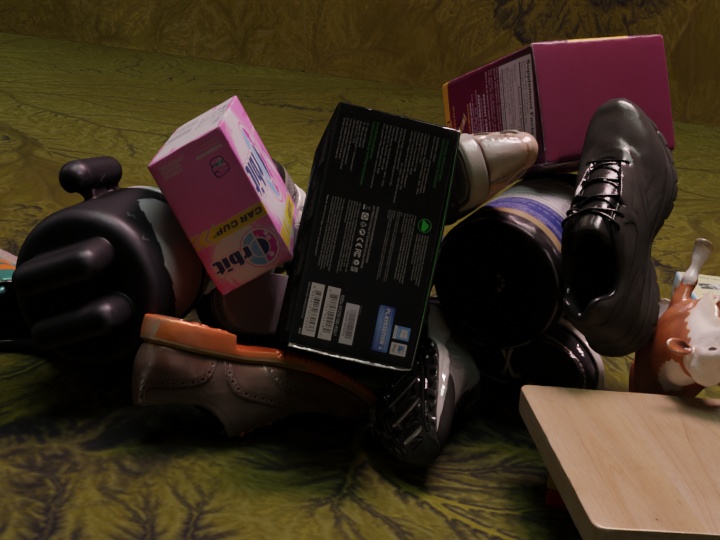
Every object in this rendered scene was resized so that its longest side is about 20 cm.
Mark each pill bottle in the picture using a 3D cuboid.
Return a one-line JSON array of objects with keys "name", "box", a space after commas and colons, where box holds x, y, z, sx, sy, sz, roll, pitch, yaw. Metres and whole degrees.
[{"name": "pill bottle", "box": [0.149, -0.018, 0.942, 0.111, 0.113, 0.200, 14, 24, 24]}]

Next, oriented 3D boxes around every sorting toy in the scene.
[{"name": "sorting toy", "box": [0.215, 0.153, 0.728, 0.196, 0.070, 0.200, 5, 17, -6]}]

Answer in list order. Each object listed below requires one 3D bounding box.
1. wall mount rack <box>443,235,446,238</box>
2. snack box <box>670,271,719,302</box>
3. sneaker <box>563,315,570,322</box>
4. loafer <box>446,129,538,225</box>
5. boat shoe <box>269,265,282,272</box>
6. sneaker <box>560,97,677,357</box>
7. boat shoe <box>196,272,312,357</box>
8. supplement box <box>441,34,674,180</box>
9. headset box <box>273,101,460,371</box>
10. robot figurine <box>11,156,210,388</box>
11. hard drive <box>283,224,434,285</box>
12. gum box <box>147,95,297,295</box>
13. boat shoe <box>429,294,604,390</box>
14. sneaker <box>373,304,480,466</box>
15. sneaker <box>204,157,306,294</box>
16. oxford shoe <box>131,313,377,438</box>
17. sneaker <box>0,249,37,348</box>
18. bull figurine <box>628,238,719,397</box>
[{"name": "wall mount rack", "box": [0.104, -0.039, 1.160, 0.198, 0.075, 0.174, -3, -19, -14]}, {"name": "snack box", "box": [0.456, 0.046, 1.232, 0.198, 0.038, 0.116, 8, 16, 2]}, {"name": "sneaker", "box": [0.138, 0.043, 1.074, 0.094, 0.080, 0.200, -4, 9, -15]}, {"name": "loafer", "box": [0.089, -0.079, 0.899, 0.062, 0.073, 0.200, -17, 3, -8]}, {"name": "boat shoe", "box": [-0.114, -0.032, 1.204, 0.064, 0.075, 0.202, 10, 25, 10]}, {"name": "sneaker", "box": [0.190, -0.041, 0.837, 0.075, 0.202, 0.091, -7, -21, 33]}, {"name": "boat shoe", "box": [-0.049, 0.045, 0.985, 0.198, 0.073, 0.068, 7, -17, -34]}, {"name": "supplement box", "box": [0.170, -0.139, 1.001, 0.129, 0.105, 0.200, -7, 2, -18]}, {"name": "headset box", "box": [-0.003, -0.016, 0.854, 0.092, 0.176, 0.200, 13, -6, -7]}, {"name": "robot figurine", "box": [-0.191, 0.000, 0.878, 0.124, 0.152, 0.200, 23, 16, 7]}, {"name": "hard drive", "box": [0.000, 0.000, 1.056, 0.138, 0.038, 0.200, 7, -10, 2]}, {"name": "gum box", "box": [-0.108, -0.070, 0.921, 0.066, 0.114, 0.200, -27, 15, 5]}, {"name": "boat shoe", "box": [0.126, 0.064, 0.978, 0.060, 0.075, 0.199, -14, 30, -34]}, {"name": "sneaker", "box": [0.061, 0.092, 0.862, 0.079, 0.074, 0.200, 40, 20, -9]}, {"name": "sneaker", "box": [-0.144, -0.045, 1.083, 0.199, 0.088, 0.074, -34, 50, -12]}, {"name": "oxford shoe", "box": [-0.079, 0.092, 0.836, 0.198, 0.074, 0.071, 18, -9, -25]}, {"name": "sneaker", "box": [-0.323, 0.021, 0.943, 0.198, 0.072, 0.080, 12, 13, 11]}, {"name": "bull figurine", "box": [0.257, 0.055, 0.871, 0.065, 0.122, 0.200, 25, -22, 6]}]
